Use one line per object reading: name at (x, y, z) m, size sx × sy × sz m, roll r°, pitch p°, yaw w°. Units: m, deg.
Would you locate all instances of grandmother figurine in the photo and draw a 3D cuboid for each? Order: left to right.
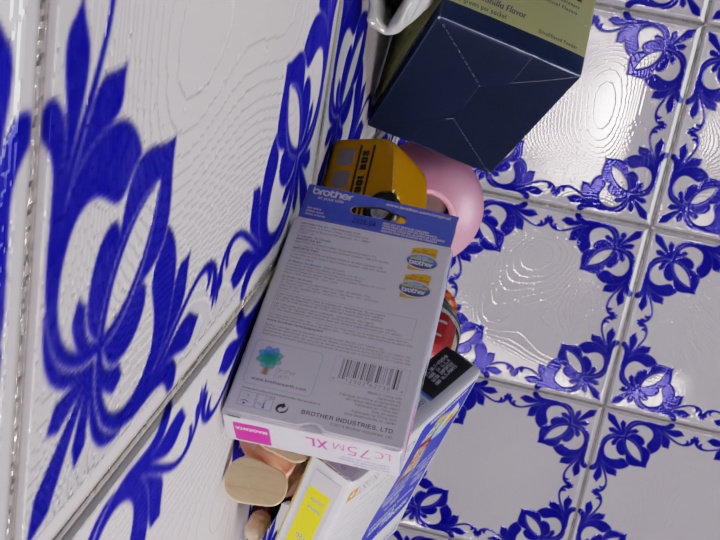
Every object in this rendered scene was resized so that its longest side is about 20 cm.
grandmother figurine at (-0.056, 0.147, 0.883) m, size 0.121 × 0.060 × 0.200 m, roll -49°, pitch 170°, yaw -11°

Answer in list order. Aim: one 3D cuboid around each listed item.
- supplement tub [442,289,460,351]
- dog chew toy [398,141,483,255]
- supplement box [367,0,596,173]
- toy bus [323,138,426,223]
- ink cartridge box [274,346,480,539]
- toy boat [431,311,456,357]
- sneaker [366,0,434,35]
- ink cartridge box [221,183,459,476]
supplement tub at (0.064, 0.112, 1.520) m, size 0.201 × 0.122 × 0.123 m, roll -70°, pitch 170°, yaw -45°
dog chew toy at (0.068, -0.085, 1.238) m, size 0.200 × 0.124 × 0.125 m, roll -82°, pitch -179°, yaw -70°
supplement box at (0.118, -0.236, 1.067) m, size 0.200 × 0.133 × 0.201 m, roll 131°, pitch -24°, yaw -63°
toy bus at (0.000, 0.000, 0.904) m, size 0.065 × 0.078 × 0.201 m, roll 38°, pitch 59°, yaw -55°
ink cartridge box at (-0.001, 0.177, 0.900) m, size 0.197 × 0.047 × 0.201 m, roll -33°, pitch 154°, yaw -53°
toy boat at (0.030, 0.068, 1.289) m, size 0.200 × 0.130 × 0.132 m, roll -56°, pitch 127°, yaw -74°
sneaker at (0.043, -0.271, 0.883) m, size 0.080 × 0.070 × 0.201 m, roll -66°, pitch 167°, yaw -49°
ink cartridge box at (-0.007, 0.034, 0.790) m, size 0.042 × 0.118 × 0.201 m, roll 91°, pitch 13°, yaw -54°
